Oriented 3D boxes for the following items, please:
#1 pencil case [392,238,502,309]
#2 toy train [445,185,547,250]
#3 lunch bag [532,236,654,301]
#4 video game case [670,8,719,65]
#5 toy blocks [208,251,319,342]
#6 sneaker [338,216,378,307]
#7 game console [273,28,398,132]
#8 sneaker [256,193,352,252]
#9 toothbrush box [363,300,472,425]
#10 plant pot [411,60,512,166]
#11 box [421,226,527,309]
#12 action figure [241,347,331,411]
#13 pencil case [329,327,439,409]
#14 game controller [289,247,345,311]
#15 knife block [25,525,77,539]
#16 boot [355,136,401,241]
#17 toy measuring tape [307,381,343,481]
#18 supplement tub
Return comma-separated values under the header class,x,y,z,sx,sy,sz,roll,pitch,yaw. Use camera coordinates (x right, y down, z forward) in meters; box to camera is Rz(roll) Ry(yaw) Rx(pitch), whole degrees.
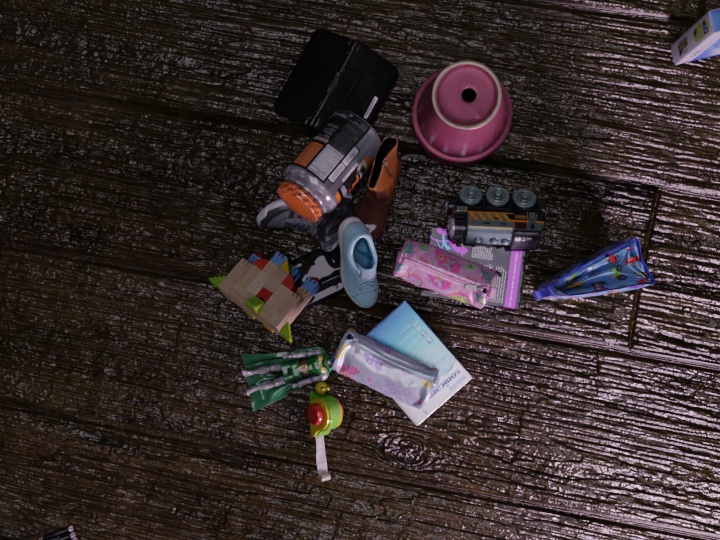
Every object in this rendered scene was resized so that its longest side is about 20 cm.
class,x,y,z,sx,sy,sz,roll,pitch,yaw
pencil case,0.165,0.006,1.340,0.200,0.087,0.088,22,90,6
toy train,0.265,-0.100,1.353,0.199,0.085,0.114,4,59,2
lunch bag,0.426,0.019,1.320,0.200,0.151,0.094,-21,86,3
video game case,0.715,-0.454,1.297,0.199,0.181,0.046,-12,89,4
toy blocks,-0.176,0.028,1.372,0.200,0.100,0.137,33,72,17
sneaker,0.000,0.000,1.348,0.074,0.082,0.200,-19,122,-8
game console,-0.050,-0.371,1.434,0.176,0.116,0.200,28,91,-25
sneaker,-0.105,-0.091,1.390,0.199,0.076,0.114,-14,72,0
toothbrush box,0.100,0.180,1.372,0.146,0.085,0.200,-42,85,3
plant pot,0.197,-0.313,1.334,0.199,0.179,0.201,0,88,5
box,0.229,-0.006,1.394,0.199,0.036,0.143,8,88,3
action figure,-0.137,0.203,1.409,0.199,0.055,0.118,-14,84,0
pencil case,0.046,0.181,1.292,0.200,0.083,0.091,26,126,4
game controller,-0.121,0.027,1.423,0.200,0.042,0.105,-25,72,3
knife block,-0.693,0.584,1.431,0.200,0.064,0.176,25,90,5
boot,0.036,-0.147,1.329,0.068,0.200,0.189,27,91,3
toy measuring tape,-0.066,0.322,1.386,0.073,0.074,0.201,-5,87,4
supplement tub,-0.060,-0.197,1.325,0.122,0.123,0.200,38,76,4
